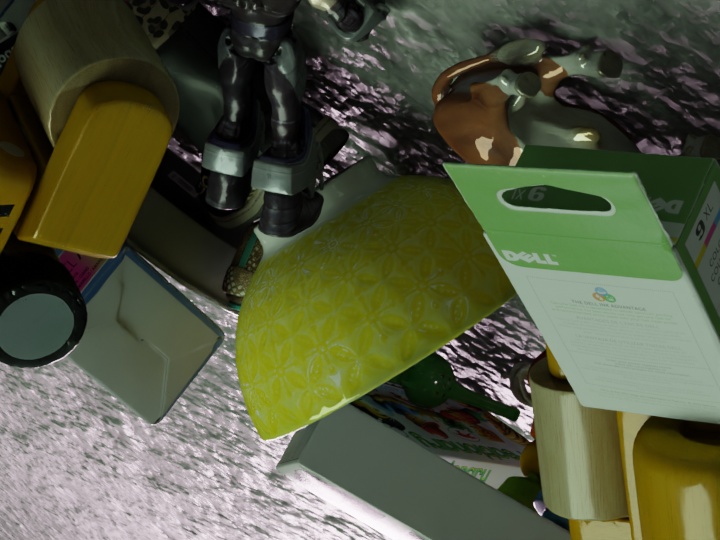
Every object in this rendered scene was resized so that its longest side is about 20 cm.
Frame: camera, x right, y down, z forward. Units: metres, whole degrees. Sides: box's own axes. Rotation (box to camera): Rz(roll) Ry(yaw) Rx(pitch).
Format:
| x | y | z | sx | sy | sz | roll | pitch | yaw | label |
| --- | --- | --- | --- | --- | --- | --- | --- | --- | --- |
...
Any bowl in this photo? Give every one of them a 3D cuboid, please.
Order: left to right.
| x | y | z | sx | sy | sz | roll | pitch | yaw | label |
| --- | --- | --- | --- | --- | --- | --- | --- | --- | --- |
| 0.000 | 0.000 | 1.443 | 0.108 | 0.200 | 0.200 | 57 | 158 | -3 | bowl |

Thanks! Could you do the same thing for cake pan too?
| x | y | z | sx | sy | sz | roll | pitch | yaw | label |
| --- | --- | --- | --- | --- | --- | --- | --- | --- | --- |
| -0.128 | -0.044 | 1.630 | 0.200 | 0.037 | 0.200 | 39 | -172 | -6 | cake pan |

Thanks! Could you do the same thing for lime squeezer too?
| x | y | z | sx | sy | sz | roll | pitch | yaw | label |
| --- | --- | --- | --- | --- | --- | --- | --- | --- | --- |
| 0.021 | 0.059 | 1.655 | 0.199 | 0.038 | 0.071 | 20 | -166 | -9 | lime squeezer |

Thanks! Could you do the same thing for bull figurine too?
| x | y | z | sx | sy | sz | roll | pitch | yaw | label |
| --- | --- | --- | --- | --- | --- | --- | --- | --- | --- |
| 0.127 | -0.045 | 1.281 | 0.200 | 0.065 | 0.121 | 32 | 154 | -9 | bull figurine |

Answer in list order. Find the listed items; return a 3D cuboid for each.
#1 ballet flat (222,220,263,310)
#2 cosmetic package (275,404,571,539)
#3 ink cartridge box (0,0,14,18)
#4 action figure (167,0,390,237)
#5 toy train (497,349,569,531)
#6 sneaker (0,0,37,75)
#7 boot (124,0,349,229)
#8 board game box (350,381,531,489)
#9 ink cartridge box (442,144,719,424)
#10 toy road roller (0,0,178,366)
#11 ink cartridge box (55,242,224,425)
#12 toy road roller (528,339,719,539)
| x | y | z | sx | sy | sz | roll | pitch | yaw | label |
| --- | --- | --- | --- | --- | --- | --- | --- | --- | --- |
| -0.006 | 0.004 | 1.590 | 0.070 | 0.066 | 0.200 | 13 | -178 | 36 | ballet flat |
| 0.051 | 0.147 | 1.503 | 0.200 | 0.051 | 0.083 | 30 | 170 | -6 | cosmetic package |
| -0.282 | -0.229 | 1.397 | 0.200 | 0.147 | 0.145 | 22 | 157 | 32 | ink cartridge box |
| -0.053 | -0.121 | 1.336 | 0.130 | 0.069 | 0.200 | 19 | 128 | 22 | action figure |
| 0.119 | 0.116 | 1.591 | 0.085 | 0.116 | 0.200 | 44 | 159 | -22 | toy train |
| -0.192 | -0.113 | 1.459 | 0.200 | 0.074 | 0.089 | 45 | -176 | -13 | sneaker |
| -0.095 | -0.101 | 1.504 | 0.151 | 0.073 | 0.200 | 44 | 168 | -9 | boot |
| 0.040 | 0.110 | 1.665 | 0.126 | 0.035 | 0.200 | 34 | -167 | 35 | board game box |
| 0.128 | -0.007 | 1.208 | 0.104 | 0.059 | 0.200 | 7 | 146 | 34 | ink cartridge box |
| -0.201 | -0.056 | 1.333 | 0.146 | 0.200 | 0.123 | 16 | -155 | -32 | toy road roller |
| -0.193 | -0.009 | 1.524 | 0.200 | 0.076 | 0.136 | 35 | 173 | 34 | ink cartridge box |
| 0.167 | 0.104 | 1.316 | 0.199 | 0.146 | 0.123 | 3 | 112 | 31 | toy road roller |
